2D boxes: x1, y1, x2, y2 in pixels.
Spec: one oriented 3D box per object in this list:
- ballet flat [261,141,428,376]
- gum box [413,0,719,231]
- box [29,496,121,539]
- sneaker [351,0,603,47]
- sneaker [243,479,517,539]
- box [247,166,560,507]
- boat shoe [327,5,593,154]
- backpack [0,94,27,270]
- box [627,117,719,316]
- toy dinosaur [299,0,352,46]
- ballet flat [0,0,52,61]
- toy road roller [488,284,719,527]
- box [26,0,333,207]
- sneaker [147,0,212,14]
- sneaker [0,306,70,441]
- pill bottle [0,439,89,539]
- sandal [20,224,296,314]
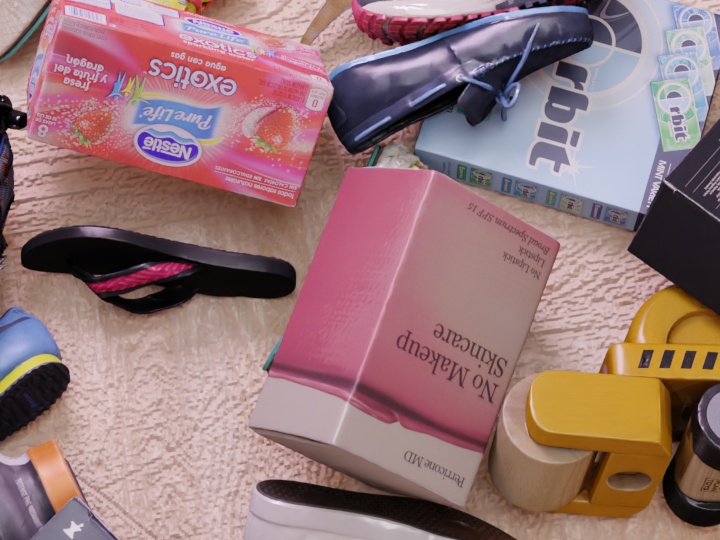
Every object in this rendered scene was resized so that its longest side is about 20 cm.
[{"bbox_3d":[0.000,0.000,1.716,0.064,0.076,0.201,27,76,0],"label":"ballet flat"},{"bbox_3d":[0.157,-0.131,1.773,0.199,0.045,0.171,16,72,6],"label":"gum box"},{"bbox_3d":[-0.161,0.253,1.563,0.148,0.200,0.107,43,76,13],"label":"box"},{"bbox_3d":[0.089,-0.212,1.732,0.199,0.081,0.075,-15,82,-6],"label":"sneaker"},{"bbox_3d":[0.016,0.203,1.662,0.199,0.073,0.085,11,102,-3],"label":"sneaker"},{"bbox_3d":[0.031,0.044,1.643,0.128,0.109,0.201,27,78,-33],"label":"box"},{"bbox_3d":[0.075,-0.132,1.719,0.199,0.084,0.069,-18,75,13],"label":"boat shoe"},{"bbox_3d":[-0.335,-0.022,1.658,0.199,0.155,0.191,-2,31,4],"label":"backpack"},{"bbox_3d":[0.299,-0.048,1.687,0.141,0.079,0.200,34,46,13],"label":"box"},{"bbox_3d":[0.009,-0.228,1.783,0.199,0.058,0.101,-31,56,7],"label":"toy dinosaur"},{"bbox_3d":[-0.231,-0.247,1.776,0.062,0.067,0.200,37,93,-28],"label":"ballet flat"},{"bbox_3d":[0.190,0.087,1.666,0.199,0.123,0.147,2,59,-5],"label":"toy road roller"},{"bbox_3d":[-0.130,-0.127,1.698,0.199,0.103,0.095,14,110,-15],"label":"box"},{"bbox_3d":[-0.129,-0.220,1.785,0.090,0.078,0.201,13,72,2],"label":"sneaker"},{"bbox_3d":[-0.302,0.100,1.690,0.200,0.066,0.078,-35,60,-10],"label":"sneaker"},{"bbox_3d":[-0.282,0.188,1.633,0.199,0.106,0.107,-26,74,-9],"label":"pill bottle"},{"bbox_3d":[-0.146,0.006,1.712,0.199,0.075,0.045,8,71,0],"label":"sandal"}]
